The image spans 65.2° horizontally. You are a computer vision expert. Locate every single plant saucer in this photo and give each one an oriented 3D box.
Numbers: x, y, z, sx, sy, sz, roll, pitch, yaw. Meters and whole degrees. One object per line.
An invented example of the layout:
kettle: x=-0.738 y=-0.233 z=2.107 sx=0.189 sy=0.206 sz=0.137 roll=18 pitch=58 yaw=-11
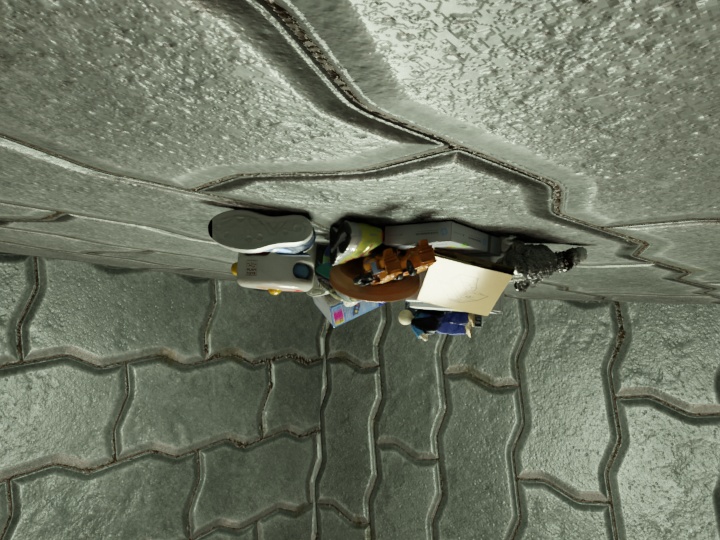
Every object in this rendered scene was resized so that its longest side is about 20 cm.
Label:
plant saucer: x=0.031 y=0.010 z=1.217 sx=0.197 sy=0.033 sz=0.201 roll=3 pitch=-157 yaw=-1

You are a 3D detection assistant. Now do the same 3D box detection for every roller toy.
roller toy: x=-0.199 y=-0.014 z=1.320 sx=0.197 sy=0.142 sz=0.182 roll=6 pitch=174 yaw=-16

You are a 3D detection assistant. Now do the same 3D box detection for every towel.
towel: x=0.054 y=-0.040 z=1.254 sx=0.197 sy=0.023 sz=0.144 roll=6 pitch=-167 yaw=15

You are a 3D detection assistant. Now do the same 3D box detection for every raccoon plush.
raccoon plush: x=0.368 y=-0.035 z=1.137 sx=0.198 sy=0.098 sz=0.134 roll=-27 pitch=165 yaw=0

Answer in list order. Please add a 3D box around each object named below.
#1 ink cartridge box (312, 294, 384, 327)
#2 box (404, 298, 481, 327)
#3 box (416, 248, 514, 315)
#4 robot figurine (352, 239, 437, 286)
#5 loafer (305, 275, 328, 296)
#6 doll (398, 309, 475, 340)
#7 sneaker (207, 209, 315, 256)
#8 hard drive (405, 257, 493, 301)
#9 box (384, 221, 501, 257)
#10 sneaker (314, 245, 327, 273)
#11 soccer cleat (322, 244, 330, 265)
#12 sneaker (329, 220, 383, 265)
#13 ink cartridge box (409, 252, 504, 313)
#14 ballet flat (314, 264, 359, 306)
ink cartridge box: x=-0.020 y=0.054 z=1.536 sx=0.198 sy=0.077 sz=0.136 roll=-24 pitch=-140 yaw=-18
box: x=0.233 y=0.060 z=1.569 sx=0.198 sy=0.186 sz=0.103 roll=-1 pitch=173 yaw=40
box: x=0.211 y=0.030 z=1.159 sx=0.161 sy=0.022 sz=0.201 roll=14 pitch=151 yaw=3
robot figurine: x=0.063 y=-0.011 z=1.066 sx=0.143 sy=0.059 sz=0.200 roll=-15 pitch=179 yaw=-16
loafer: x=-0.052 y=0.028 z=1.437 sx=0.197 sy=0.073 sz=0.063 roll=-3 pitch=-169 yaw=30
doll: x=0.194 y=0.129 z=1.456 sx=0.197 sy=0.049 sz=0.137 roll=2 pitch=-141 yaw=23
sneaker: x=-0.185 y=-0.064 z=1.094 sx=0.196 sy=0.082 sz=0.147 roll=-1 pitch=171 yaw=-6
hard drive: x=0.202 y=0.007 z=1.286 sx=0.197 sy=0.134 sz=0.027 roll=1 pitch=175 yaw=25
box: x=0.168 y=-0.058 z=1.122 sx=0.154 sy=0.042 sz=0.199 roll=-1 pitch=172 yaw=40
sneaker: x=-0.078 y=-0.025 z=1.509 sx=0.197 sy=0.077 sz=0.078 roll=7 pitch=177 yaw=-18
soccer cleat: x=0.000 y=0.000 z=1.351 sx=0.198 sy=0.085 sz=0.065 roll=25 pitch=179 yaw=13
sneaker: x=-0.010 y=-0.053 z=1.127 sx=0.089 sy=0.080 sz=0.200 roll=-2 pitch=179 yaw=-16
ink cartridge box: x=0.239 y=0.024 z=1.363 sx=0.197 sy=0.149 sz=0.146 roll=1 pitch=175 yaw=26
ballet flat: x=-0.034 y=0.043 z=1.276 sx=0.071 sy=0.073 sz=0.199 roll=8 pitch=-169 yaw=-38
